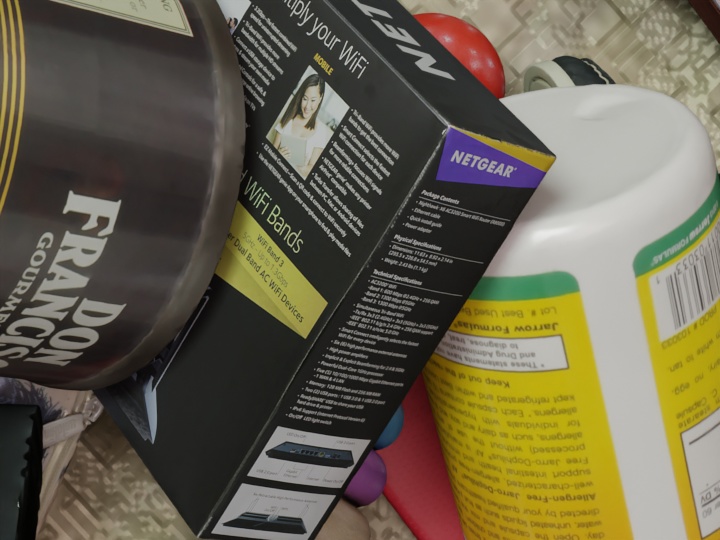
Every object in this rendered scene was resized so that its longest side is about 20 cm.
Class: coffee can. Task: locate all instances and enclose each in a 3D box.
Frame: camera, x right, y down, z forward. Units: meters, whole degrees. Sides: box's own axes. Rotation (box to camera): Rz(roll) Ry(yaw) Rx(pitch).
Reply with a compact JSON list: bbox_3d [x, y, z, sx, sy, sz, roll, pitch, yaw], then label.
[{"bbox_3d":[-0.156,-0.046,0.700,0.200,0.146,0.147,10,86,-43],"label":"coffee can"}]

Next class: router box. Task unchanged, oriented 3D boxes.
[{"bbox_3d":[-0.045,-0.032,0.781,0.052,0.200,0.157,12,118,-44],"label":"router box"}]

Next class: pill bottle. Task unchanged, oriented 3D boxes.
[{"bbox_3d":[0.082,0.047,0.819,0.113,0.113,0.200,-20,117,-9],"label":"pill bottle"}]

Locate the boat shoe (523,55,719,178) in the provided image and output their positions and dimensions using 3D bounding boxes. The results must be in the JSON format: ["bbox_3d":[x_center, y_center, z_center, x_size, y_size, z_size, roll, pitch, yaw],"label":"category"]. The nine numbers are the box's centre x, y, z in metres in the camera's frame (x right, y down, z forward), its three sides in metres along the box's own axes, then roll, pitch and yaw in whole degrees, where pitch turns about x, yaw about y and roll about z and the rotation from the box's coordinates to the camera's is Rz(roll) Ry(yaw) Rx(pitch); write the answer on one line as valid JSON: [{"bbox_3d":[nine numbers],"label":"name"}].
[{"bbox_3d":[0.132,-0.002,0.887,0.066,0.074,0.200,-31,94,-10],"label":"boat shoe"}]

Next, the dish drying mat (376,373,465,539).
[{"bbox_3d":[0.015,0.031,0.897,0.077,0.018,0.200,-38,93,-7],"label":"dish drying mat"}]

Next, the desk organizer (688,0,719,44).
[{"bbox_3d":[0.156,-0.107,0.891,0.072,0.077,0.200,-37,94,-8],"label":"desk organizer"}]

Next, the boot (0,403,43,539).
[{"bbox_3d":[-0.188,0.117,0.735,0.162,0.073,0.199,3,60,-1],"label":"boot"}]

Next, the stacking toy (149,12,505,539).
[{"bbox_3d":[0.000,0.000,0.849,0.085,0.085,0.200,25,81,-7],"label":"stacking toy"}]

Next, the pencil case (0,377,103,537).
[{"bbox_3d":[-0.151,0.107,0.829,0.078,0.089,0.201,28,78,-48],"label":"pencil case"}]
